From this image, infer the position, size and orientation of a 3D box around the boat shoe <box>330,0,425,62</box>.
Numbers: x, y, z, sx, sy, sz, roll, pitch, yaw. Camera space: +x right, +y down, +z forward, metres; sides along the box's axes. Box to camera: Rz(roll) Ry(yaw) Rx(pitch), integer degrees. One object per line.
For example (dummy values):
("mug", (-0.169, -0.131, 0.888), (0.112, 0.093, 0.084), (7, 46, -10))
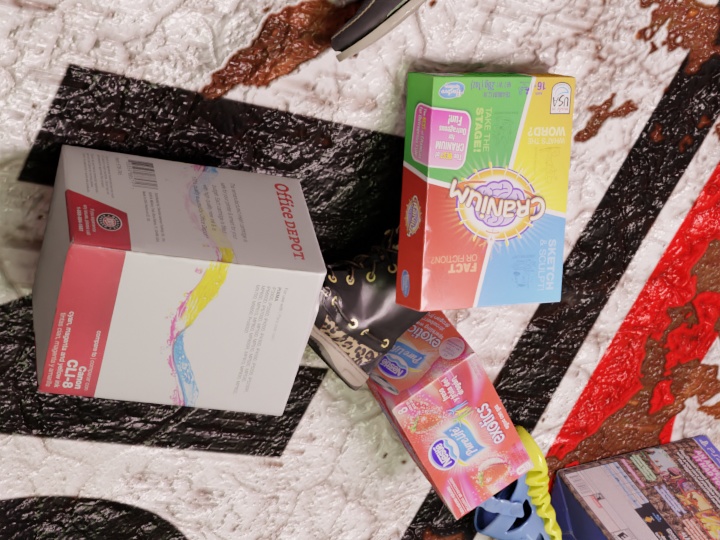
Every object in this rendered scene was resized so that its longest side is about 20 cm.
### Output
("boat shoe", (0.043, -0.248, 1.577), (0.200, 0.073, 0.063), (-42, 94, 12))

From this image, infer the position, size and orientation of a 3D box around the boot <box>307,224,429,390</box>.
("boot", (0.000, 0.000, 1.732), (0.151, 0.073, 0.200), (-39, 130, -5))

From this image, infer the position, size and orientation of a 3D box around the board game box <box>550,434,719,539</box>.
("board game box", (0.320, 0.279, 2.112), (0.200, 0.160, 0.097), (-10, 131, -26))

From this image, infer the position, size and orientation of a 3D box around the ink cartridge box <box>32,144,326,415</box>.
("ink cartridge box", (-0.145, 0.009, 1.553), (0.199, 0.145, 0.145), (7, 122, -16))

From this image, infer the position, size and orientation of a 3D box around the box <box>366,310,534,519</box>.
("box", (0.076, 0.128, 1.867), (0.095, 0.103, 0.200), (-34, 138, -4))

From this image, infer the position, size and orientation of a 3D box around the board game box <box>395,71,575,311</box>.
("board game box", (0.108, -0.070, 1.709), (0.153, 0.040, 0.201), (-4, 102, -31))

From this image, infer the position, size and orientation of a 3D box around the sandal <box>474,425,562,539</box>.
("sandal", (0.154, 0.248, 2.043), (0.087, 0.080, 0.200), (-25, 127, -9))
